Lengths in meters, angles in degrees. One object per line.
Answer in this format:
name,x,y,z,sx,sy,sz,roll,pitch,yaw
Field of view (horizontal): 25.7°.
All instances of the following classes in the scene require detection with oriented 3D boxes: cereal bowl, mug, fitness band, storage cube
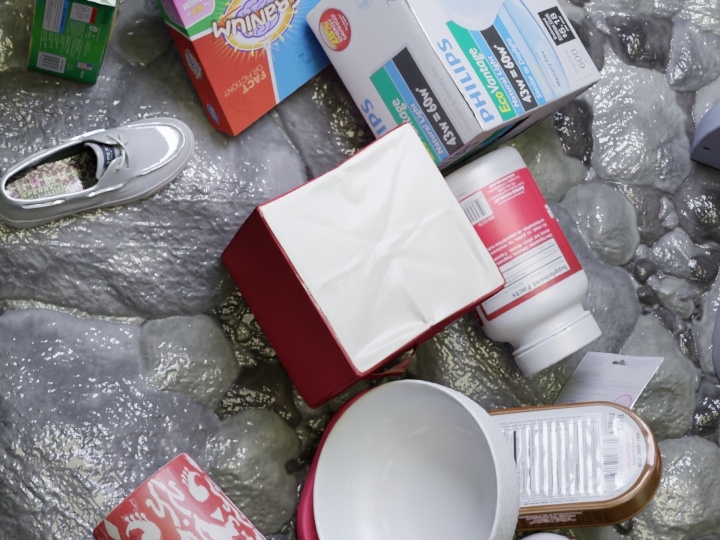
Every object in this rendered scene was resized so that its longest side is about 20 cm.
cereal bowl,0.059,0.200,1.391,0.083,0.199,0.202,16,69,-52
mug,-0.145,0.281,1.363,0.177,0.133,0.200,-38,85,-21
fitness band,0.020,0.207,1.477,0.143,0.037,0.201,23,71,-7
storage cube,0.000,0.000,1.441,0.170,0.180,0.201,-30,86,-20

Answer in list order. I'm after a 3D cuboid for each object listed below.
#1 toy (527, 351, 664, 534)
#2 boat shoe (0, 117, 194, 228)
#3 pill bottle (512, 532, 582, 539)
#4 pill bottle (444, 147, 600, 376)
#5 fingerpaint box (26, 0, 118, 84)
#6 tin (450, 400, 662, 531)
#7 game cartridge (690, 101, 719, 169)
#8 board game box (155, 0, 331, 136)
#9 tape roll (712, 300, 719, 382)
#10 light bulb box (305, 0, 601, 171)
toy,0.212,0.170,1.505,0.047,0.115,0.200,48,67,-23
boat shoe,-0.243,-0.098,1.453,0.198,0.069,0.073,-15,82,-18
pill bottle,0.192,0.299,1.427,0.199,0.112,0.113,18,71,-36
pill bottle,0.146,-0.006,1.511,0.112,0.112,0.201,-27,86,-20
fingerpaint box,-0.246,-0.284,1.426,0.073,0.200,0.168,12,74,-11
tin,0.173,0.176,1.432,0.198,0.042,0.113,-7,53,15
game cartridge,0.417,-0.135,1.579,0.132,0.200,0.041,15,76,-12
board game box,-0.109,-0.252,1.480,0.153,0.040,0.201,-40,130,-20
tape roll,0.463,0.077,1.615,0.198,0.066,0.202,3,76,-14
light bulb box,0.091,-0.214,1.512,0.199,0.125,0.199,-27,85,-44
